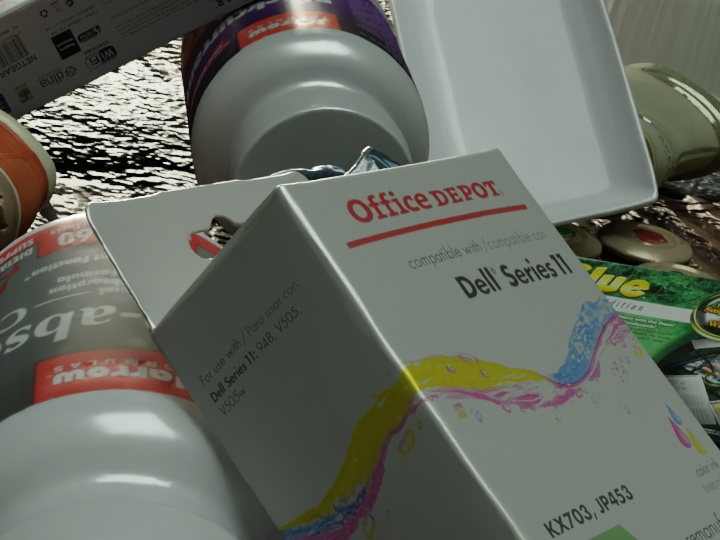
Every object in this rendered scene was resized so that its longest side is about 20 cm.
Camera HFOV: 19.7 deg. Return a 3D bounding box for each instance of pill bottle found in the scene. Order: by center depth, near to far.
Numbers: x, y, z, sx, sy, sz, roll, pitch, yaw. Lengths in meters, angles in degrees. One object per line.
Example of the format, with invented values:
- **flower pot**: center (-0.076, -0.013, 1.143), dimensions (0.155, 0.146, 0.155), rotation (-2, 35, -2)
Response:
- **pill bottle**: center (-0.073, 0.070, 0.624), dimensions (0.115, 0.117, 0.200), rotation (7, 23, -11)
- **pill bottle**: center (-0.027, -0.072, 0.980), dimensions (0.110, 0.112, 0.200), rotation (7, 23, -11)

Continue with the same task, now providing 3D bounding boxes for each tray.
- **tray**: center (0.077, -0.094, 1.033), dimensions (0.106, 0.022, 0.201), rotation (-13, 53, 3)

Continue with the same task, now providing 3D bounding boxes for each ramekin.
- **ramekin**: center (0.227, -0.166, 1.345), dimensions (0.200, 0.095, 0.203), rotation (11, 23, -4)

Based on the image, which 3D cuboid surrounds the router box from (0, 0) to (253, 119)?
- **router box**: center (-0.137, -0.148, 1.046), dimensions (0.199, 0.049, 0.180), rotation (-26, 25, 6)

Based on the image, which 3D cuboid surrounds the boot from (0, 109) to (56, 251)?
- **boot**: center (-0.230, -0.058, 0.911), dimensions (0.198, 0.076, 0.107), rotation (23, 21, 4)

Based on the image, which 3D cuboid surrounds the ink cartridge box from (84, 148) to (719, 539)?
- **ink cartridge box**: center (0.024, 0.035, 0.584), dimensions (0.117, 0.067, 0.201), rotation (-14, 63, -54)

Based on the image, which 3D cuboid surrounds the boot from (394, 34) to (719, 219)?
- **boot**: center (0.096, -0.085, 1.127), dimensions (0.199, 0.073, 0.154), rotation (20, 20, 28)

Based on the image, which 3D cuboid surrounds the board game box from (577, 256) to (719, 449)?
- **board game box**: center (0.137, 0.040, 0.816), dimensions (0.199, 0.024, 0.105), rotation (10, 39, 37)

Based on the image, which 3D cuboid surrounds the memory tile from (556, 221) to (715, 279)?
- **memory tile**: center (0.113, 0.017, 0.966), dimensions (0.152, 0.017, 0.200), rotation (4, 24, -17)

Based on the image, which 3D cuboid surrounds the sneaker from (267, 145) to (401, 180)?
- **sneaker**: center (0.000, 0.000, 0.756), dimensions (0.096, 0.079, 0.200), rotation (48, -19, -2)
